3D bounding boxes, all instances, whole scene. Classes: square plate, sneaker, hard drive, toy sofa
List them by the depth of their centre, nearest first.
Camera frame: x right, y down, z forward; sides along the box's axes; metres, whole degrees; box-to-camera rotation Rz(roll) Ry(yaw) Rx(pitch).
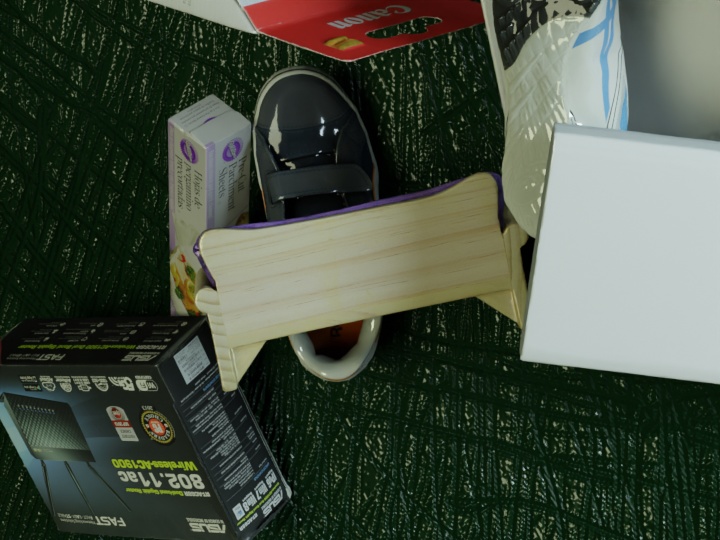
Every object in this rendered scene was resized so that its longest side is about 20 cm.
[{"bbox_3d":[0.192,-0.003,1.223,0.199,0.027,0.133,7,112,-1],"label":"hard drive"},{"bbox_3d":[0.114,-0.117,1.242,0.072,0.072,0.201,13,112,30],"label":"sneaker"},{"bbox_3d":[0.159,-0.099,1.276,0.197,0.028,0.201,10,124,42],"label":"square plate"},{"bbox_3d":[0.000,0.000,1.362,0.199,0.083,0.098,-12,100,-1],"label":"toy sofa"},{"bbox_3d":[-0.021,-0.027,1.437,0.078,0.079,0.201,-11,104,-1],"label":"sneaker"}]

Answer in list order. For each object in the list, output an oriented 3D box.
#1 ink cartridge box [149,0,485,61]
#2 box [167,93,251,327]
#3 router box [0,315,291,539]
[{"bbox_3d":[-0.031,-0.182,1.362,0.199,0.161,0.050,19,117,37],"label":"ink cartridge box"},{"bbox_3d":[-0.100,-0.025,1.503,0.039,0.041,0.201,38,143,29],"label":"box"},{"bbox_3d":[-0.161,0.110,1.591,0.199,0.062,0.150,-2,122,42],"label":"router box"}]
